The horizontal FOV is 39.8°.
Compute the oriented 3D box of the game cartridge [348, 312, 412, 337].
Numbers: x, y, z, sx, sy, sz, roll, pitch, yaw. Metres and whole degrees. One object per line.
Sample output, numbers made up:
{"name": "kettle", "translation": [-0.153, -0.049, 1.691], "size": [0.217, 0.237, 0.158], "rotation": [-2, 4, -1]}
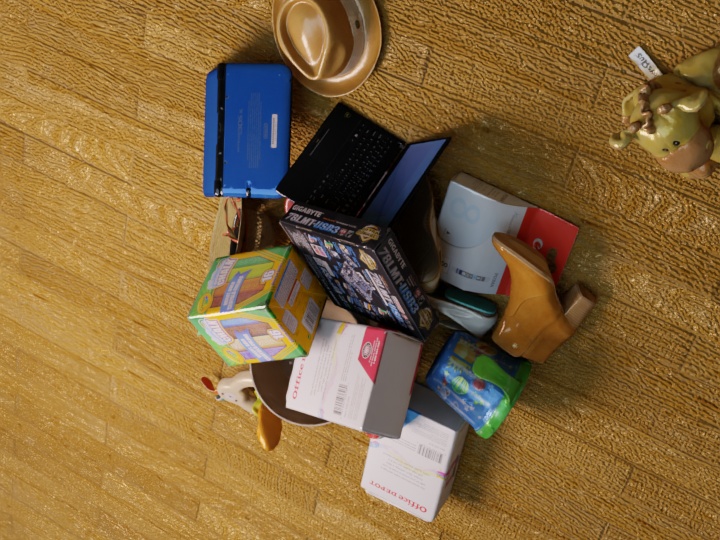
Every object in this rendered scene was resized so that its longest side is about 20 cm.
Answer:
{"name": "game cartridge", "translation": [0.041, 0.067, 1.578], "size": [0.134, 0.040, 0.199], "rotation": [52, 151, -7]}

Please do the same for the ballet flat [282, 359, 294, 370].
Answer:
{"name": "ballet flat", "translation": [-0.139, 0.157, 1.741], "size": [0.199, 0.067, 0.064], "rotation": [38, 81, 5]}

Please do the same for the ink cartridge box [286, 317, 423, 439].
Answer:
{"name": "ink cartridge box", "translation": [-0.012, 0.155, 1.483], "size": [0.198, 0.085, 0.151], "rotation": [8, 81, 53]}

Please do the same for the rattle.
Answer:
{"name": "rattle", "translation": [-0.218, 0.259, 1.792], "size": [0.196, 0.146, 0.130], "rotation": [1, 156, 20]}

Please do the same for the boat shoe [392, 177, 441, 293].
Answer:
{"name": "boat shoe", "translation": [0.080, -0.060, 1.475], "size": [0.072, 0.204, 0.067], "rotation": [-7, 151, 6]}

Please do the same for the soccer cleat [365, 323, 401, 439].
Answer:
{"name": "soccer cleat", "translation": [0.045, 0.168, 1.564], "size": [0.068, 0.084, 0.204], "rotation": [25, 111, 51]}

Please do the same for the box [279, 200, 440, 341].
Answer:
{"name": "box", "translation": [0.000, 0.000, 1.439], "size": [0.196, 0.050, 0.201], "rotation": [17, 150, 42]}

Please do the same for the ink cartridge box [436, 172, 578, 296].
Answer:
{"name": "ink cartridge box", "translation": [0.204, -0.032, 1.478], "size": [0.198, 0.047, 0.162], "rotation": [27, 124, 17]}

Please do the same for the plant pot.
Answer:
{"name": "plant pot", "translation": [-0.085, 0.149, 1.648], "size": [0.196, 0.134, 0.205], "rotation": [0, 87, -5]}

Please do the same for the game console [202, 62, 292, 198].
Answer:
{"name": "game console", "translation": [-0.181, -0.215, 1.557], "size": [0.167, 0.118, 0.205], "rotation": [3, 94, 9]}

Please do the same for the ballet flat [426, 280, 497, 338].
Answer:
{"name": "ballet flat", "translation": [0.117, 0.047, 1.552], "size": [0.197, 0.069, 0.070], "rotation": [27, 124, 11]}

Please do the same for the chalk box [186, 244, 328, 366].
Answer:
{"name": "chalk box", "translation": [-0.172, 0.057, 1.514], "size": [0.197, 0.126, 0.124], "rotation": [-9, 134, 30]}

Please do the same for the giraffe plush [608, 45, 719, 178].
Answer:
{"name": "giraffe plush", "translation": [0.396, -0.188, 1.224], "size": [0.198, 0.162, 0.174], "rotation": [34, 125, 9]}

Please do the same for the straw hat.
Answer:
{"name": "straw hat", "translation": [-0.187, -0.053, 1.653], "size": [0.084, 0.203, 0.203], "rotation": [9, 128, -22]}

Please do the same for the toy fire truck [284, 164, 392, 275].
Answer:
{"name": "toy fire truck", "translation": [-0.028, -0.075, 1.559], "size": [0.164, 0.113, 0.204], "rotation": [4, 118, 6]}

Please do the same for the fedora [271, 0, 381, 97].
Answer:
{"name": "fedora", "translation": [-0.065, -0.347, 1.451], "size": [0.197, 0.082, 0.204], "rotation": [13, 119, 24]}

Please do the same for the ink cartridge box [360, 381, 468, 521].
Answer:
{"name": "ink cartridge box", "translation": [0.093, 0.302, 1.678], "size": [0.142, 0.085, 0.203], "rotation": [22, 120, 19]}

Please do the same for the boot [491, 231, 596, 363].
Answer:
{"name": "boot", "translation": [0.234, 0.048, 1.457], "size": [0.200, 0.071, 0.144], "rotation": [34, 115, -15]}

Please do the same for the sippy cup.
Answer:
{"name": "sippy cup", "translation": [0.174, 0.165, 1.525], "size": [0.129, 0.140, 0.179], "rotation": [32, 131, 2]}

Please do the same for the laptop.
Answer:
{"name": "laptop", "translation": [0.001, -0.153, 1.439], "size": [0.198, 0.178, 0.104], "rotation": [32, 162, 11]}
